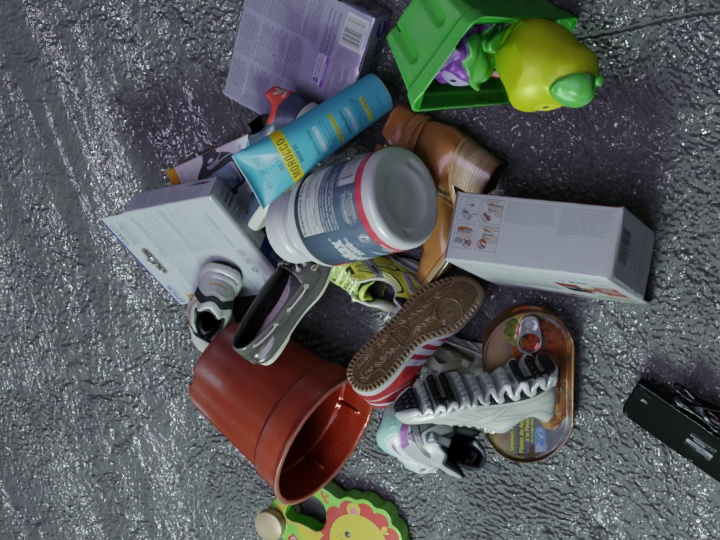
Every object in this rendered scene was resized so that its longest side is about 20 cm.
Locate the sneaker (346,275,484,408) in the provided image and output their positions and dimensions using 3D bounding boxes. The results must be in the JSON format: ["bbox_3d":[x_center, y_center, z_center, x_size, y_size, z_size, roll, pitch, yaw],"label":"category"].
[{"bbox_3d":[0.072,0.092,1.532,0.071,0.199,0.113,48,172,24],"label":"sneaker"}]

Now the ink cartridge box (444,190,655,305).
[{"bbox_3d":[0.224,-0.023,1.420,0.198,0.175,0.085,8,83,29],"label":"ink cartridge box"}]

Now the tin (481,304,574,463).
[{"bbox_3d":[0.202,0.138,1.516,0.111,0.042,0.202,-4,111,-6],"label":"tin"}]

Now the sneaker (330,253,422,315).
[{"bbox_3d":[0.000,0.000,1.594,0.199,0.076,0.076,19,120,27],"label":"sneaker"}]

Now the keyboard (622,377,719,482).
[{"bbox_3d":[0.408,0.189,1.450,0.199,0.040,0.104,35,147,15],"label":"keyboard"}]

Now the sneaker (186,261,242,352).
[{"bbox_3d":[-0.213,0.070,1.721,0.073,0.081,0.201,16,147,0],"label":"sneaker"}]

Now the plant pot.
[{"bbox_3d":[-0.115,0.177,1.679,0.195,0.200,0.202,33,124,26],"label":"plant pot"}]

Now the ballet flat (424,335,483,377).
[{"bbox_3d":[0.128,0.120,1.569,0.199,0.069,0.070,24,120,22],"label":"ballet flat"}]

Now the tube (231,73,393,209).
[{"bbox_3d":[-0.054,-0.159,1.468,0.078,0.199,0.050,59,167,-23],"label":"tube"}]

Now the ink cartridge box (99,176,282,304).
[{"bbox_3d":[-0.219,-0.036,1.683,0.198,0.044,0.197,-6,138,33],"label":"ink cartridge box"}]

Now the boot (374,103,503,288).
[{"bbox_3d":[0.072,-0.090,1.513,0.155,0.077,0.201,33,125,19],"label":"boot"}]

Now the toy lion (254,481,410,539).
[{"bbox_3d":[-0.028,0.378,1.782,0.200,0.069,0.192,50,120,6],"label":"toy lion"}]

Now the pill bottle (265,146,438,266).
[{"bbox_3d":[-0.016,-0.068,1.479,0.199,0.119,0.121,-13,102,45],"label":"pill bottle"}]

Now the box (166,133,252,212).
[{"bbox_3d":[-0.161,-0.115,1.673,0.199,0.041,0.120,-18,100,34],"label":"box"}]

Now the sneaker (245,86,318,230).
[{"bbox_3d":[-0.115,-0.144,1.561,0.084,0.075,0.201,35,124,11],"label":"sneaker"}]

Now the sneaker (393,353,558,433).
[{"bbox_3d":[0.139,0.160,1.468,0.198,0.075,0.082,-10,120,1],"label":"sneaker"}]

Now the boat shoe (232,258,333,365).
[{"bbox_3d":[-0.096,0.029,1.585,0.067,0.057,0.201,34,96,42],"label":"boat shoe"}]

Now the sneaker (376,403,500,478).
[{"bbox_3d":[0.116,0.228,1.549,0.139,0.200,0.078,14,83,28],"label":"sneaker"}]

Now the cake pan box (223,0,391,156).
[{"bbox_3d":[-0.070,-0.272,1.544,0.183,0.052,0.201,28,122,18],"label":"cake pan box"}]

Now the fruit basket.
[{"bbox_3d":[0.158,-0.221,1.326,0.216,0.215,0.156,45,126,8],"label":"fruit basket"}]
